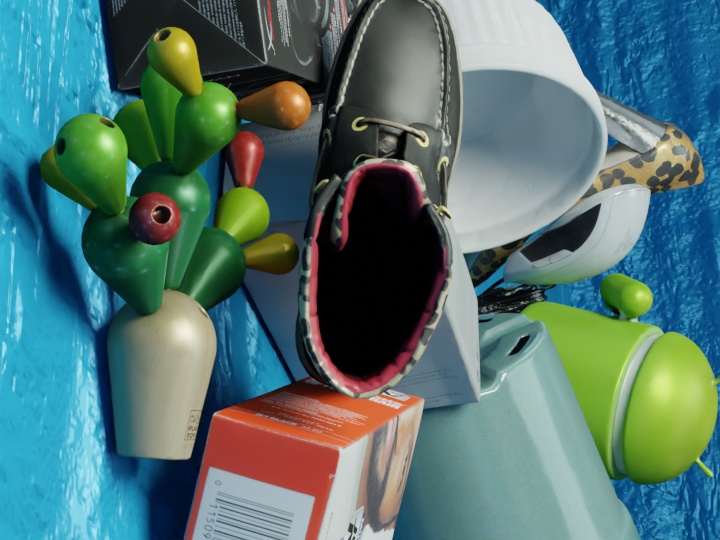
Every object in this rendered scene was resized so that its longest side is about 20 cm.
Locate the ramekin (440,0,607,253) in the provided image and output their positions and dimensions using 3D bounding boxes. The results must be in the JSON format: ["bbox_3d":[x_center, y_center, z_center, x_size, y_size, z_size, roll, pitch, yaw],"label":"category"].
[{"bbox_3d":[0.068,-0.113,1.050,0.201,0.198,0.106,65,12,-53],"label":"ramekin"}]

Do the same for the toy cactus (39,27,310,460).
[{"bbox_3d":[-0.071,-0.006,0.614,0.200,0.101,0.167,51,42,-85],"label":"toy cactus"}]

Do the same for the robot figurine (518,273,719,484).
[{"bbox_3d":[0.176,0.091,1.103,0.115,0.198,0.177,-1,102,-59],"label":"robot figurine"}]

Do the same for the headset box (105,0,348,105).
[{"bbox_3d":[-0.062,-0.160,0.739,0.200,0.076,0.151,-12,94,-78],"label":"headset box"}]

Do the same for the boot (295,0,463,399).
[{"bbox_3d":[0.010,-0.038,0.670,0.151,0.072,0.202,-133,-123,-87],"label":"boot"}]

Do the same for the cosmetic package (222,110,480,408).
[{"bbox_3d":[0.000,0.000,0.854,0.201,0.112,0.082,71,16,-50],"label":"cosmetic package"}]

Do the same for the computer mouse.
[{"bbox_3d":[0.149,-0.002,1.131,0.109,0.200,0.044,-6,68,-39],"label":"computer mouse"}]

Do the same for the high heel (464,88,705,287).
[{"bbox_3d":[0.173,-0.041,1.166,0.201,0.142,0.072,-58,-164,25],"label":"high heel"}]

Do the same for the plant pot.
[{"bbox_3d":[0.085,0.147,1.004,0.200,0.198,0.198,-61,134,-70],"label":"plant pot"}]

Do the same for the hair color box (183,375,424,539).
[{"bbox_3d":[-0.025,0.116,0.706,0.200,0.063,0.112,-10,114,-79],"label":"hair color box"}]

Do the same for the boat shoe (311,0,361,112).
[{"bbox_3d":[-0.025,-0.178,0.894,0.074,0.060,0.202,-60,154,-72],"label":"boat shoe"}]
